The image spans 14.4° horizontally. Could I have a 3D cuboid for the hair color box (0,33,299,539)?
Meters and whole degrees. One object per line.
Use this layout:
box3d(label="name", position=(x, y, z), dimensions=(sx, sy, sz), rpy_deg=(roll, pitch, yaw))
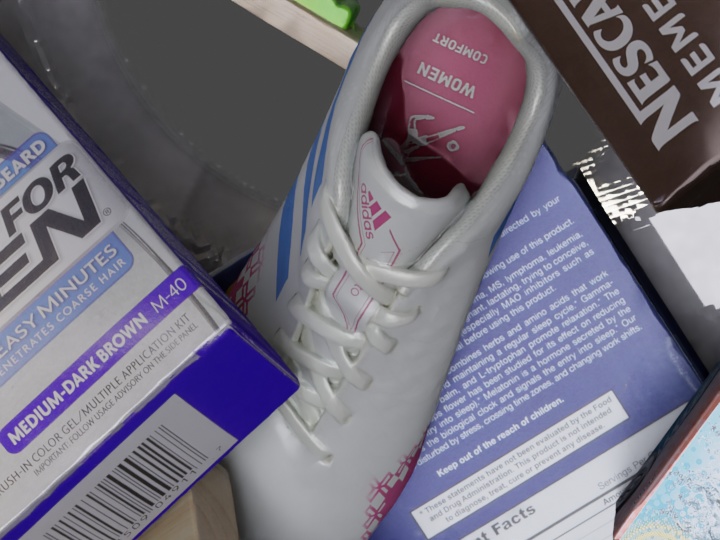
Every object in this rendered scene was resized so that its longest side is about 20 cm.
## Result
box3d(label="hair color box", position=(-0.122, -0.007, 0.809), dimensions=(0.109, 0.065, 0.200), rpy_deg=(-43, 62, 1))

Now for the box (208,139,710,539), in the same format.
box3d(label="box", position=(0.051, 0.056, 0.866), dimensions=(0.121, 0.032, 0.200), rpy_deg=(-32, 96, 11))

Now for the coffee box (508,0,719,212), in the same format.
box3d(label="coffee box", position=(0.075, -0.128, 0.752), dimensions=(0.114, 0.080, 0.200), rpy_deg=(-36, 80, 19))

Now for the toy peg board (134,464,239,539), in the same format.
box3d(label="toy peg board", position=(-0.071, 0.194, 0.825), dimensions=(0.098, 0.199, 0.200), rpy_deg=(26, 130, -39))

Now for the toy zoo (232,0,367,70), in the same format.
box3d(label="toy zoo", position=(-0.001, -0.172, 0.834), dimensions=(0.131, 0.020, 0.200), rpy_deg=(31, 108, 4))

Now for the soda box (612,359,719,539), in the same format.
box3d(label="soda box", position=(0.153, 0.009, 0.800), dimensions=(0.064, 0.068, 0.200), rpy_deg=(36, 97, 2))

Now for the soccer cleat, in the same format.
box3d(label="soccer cleat", position=(0.000, 0.000, 0.802), dimensions=(0.070, 0.086, 0.200), rpy_deg=(22, 102, 2))
